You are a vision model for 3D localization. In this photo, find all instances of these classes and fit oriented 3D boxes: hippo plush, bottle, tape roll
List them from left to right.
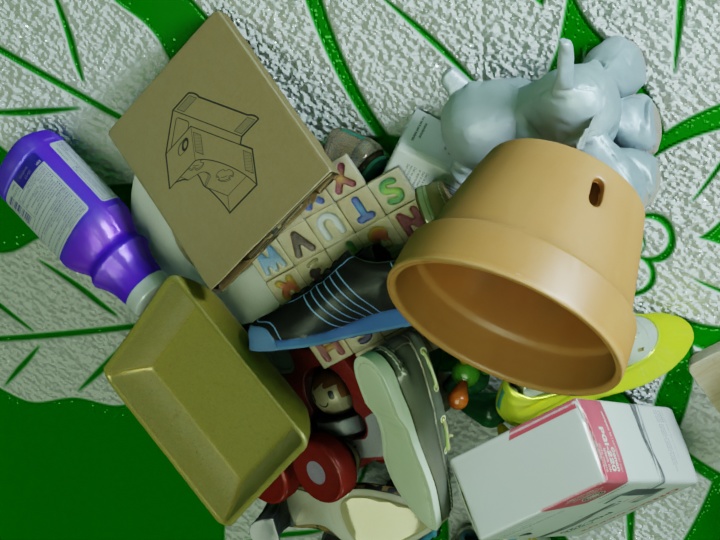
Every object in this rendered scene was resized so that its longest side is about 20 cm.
[{"bbox_3d":[-0.259,-0.042,1.622,0.200,0.065,0.084,45,124,15],"label":"bottle"},{"bbox_3d":[-0.125,-0.049,1.596,0.202,0.037,0.203,9,108,30],"label":"tape roll"},{"bbox_3d":[0.153,-0.106,1.446,0.160,0.200,0.160,-10,94,29],"label":"hippo plush"}]

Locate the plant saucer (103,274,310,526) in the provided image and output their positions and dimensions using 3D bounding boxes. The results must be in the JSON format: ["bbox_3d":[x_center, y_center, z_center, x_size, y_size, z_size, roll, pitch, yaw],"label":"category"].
[{"bbox_3d":[-0.136,0.117,1.609,0.200,0.048,0.200,51,140,8],"label":"plant saucer"}]

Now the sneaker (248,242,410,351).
[{"bbox_3d":[-0.013,0.021,1.510,0.200,0.070,0.078,-13,88,21],"label":"sneaker"}]

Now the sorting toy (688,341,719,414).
[{"bbox_3d":[0.434,0.129,1.561,0.200,0.070,0.199,-30,107,28],"label":"sorting toy"}]

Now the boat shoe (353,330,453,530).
[{"bbox_3d":[0.053,0.147,1.551,0.072,0.060,0.202,24,140,49],"label":"boat shoe"}]

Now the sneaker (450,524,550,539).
[{"bbox_3d":[0.110,0.312,1.761,0.200,0.077,0.081,-39,95,24],"label":"sneaker"}]

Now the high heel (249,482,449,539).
[{"bbox_3d":[-0.003,0.231,1.713,0.199,0.143,0.072,-5,100,12],"label":"high heel"}]

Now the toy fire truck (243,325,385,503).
[{"bbox_3d":[-0.049,0.126,1.655,0.200,0.112,0.168,-10,104,47],"label":"toy fire truck"}]

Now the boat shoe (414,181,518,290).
[{"bbox_3d":[0.121,-0.004,1.478,0.066,0.074,0.200,-33,108,15],"label":"boat shoe"}]

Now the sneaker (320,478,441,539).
[{"bbox_3d":[0.017,0.278,1.750,0.073,0.082,0.200,28,126,-18],"label":"sneaker"}]

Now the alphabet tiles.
[{"bbox_3d":[0.000,0.000,1.532,0.166,0.006,0.200,-28,107,19],"label":"alphabet tiles"}]

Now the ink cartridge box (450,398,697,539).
[{"bbox_3d":[0.200,0.185,1.580,0.145,0.200,0.085,-30,70,28],"label":"ink cartridge box"}]

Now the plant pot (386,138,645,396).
[{"bbox_3d":[0.138,-0.009,1.359,0.200,0.140,0.200,22,157,10],"label":"plant pot"}]

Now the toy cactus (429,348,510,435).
[{"bbox_3d":[0.094,0.117,1.636,0.200,0.102,0.165,28,146,-30],"label":"toy cactus"}]

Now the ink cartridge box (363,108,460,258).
[{"bbox_3d":[0.103,-0.031,1.553,0.200,0.084,0.145,27,123,0],"label":"ink cartridge box"}]

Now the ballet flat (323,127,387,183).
[{"bbox_3d":[-0.039,-0.051,1.603,0.067,0.068,0.200,37,120,16],"label":"ballet flat"}]

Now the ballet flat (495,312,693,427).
[{"bbox_3d":[0.213,0.081,1.548,0.200,0.067,0.067,-24,141,-7],"label":"ballet flat"}]

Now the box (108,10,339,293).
[{"bbox_3d":[-0.127,-0.106,1.532,0.163,0.021,0.200,-44,65,20],"label":"box"}]
